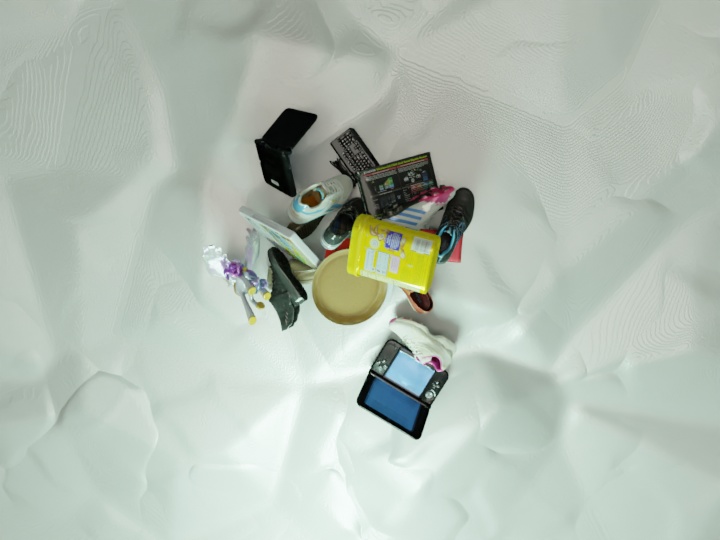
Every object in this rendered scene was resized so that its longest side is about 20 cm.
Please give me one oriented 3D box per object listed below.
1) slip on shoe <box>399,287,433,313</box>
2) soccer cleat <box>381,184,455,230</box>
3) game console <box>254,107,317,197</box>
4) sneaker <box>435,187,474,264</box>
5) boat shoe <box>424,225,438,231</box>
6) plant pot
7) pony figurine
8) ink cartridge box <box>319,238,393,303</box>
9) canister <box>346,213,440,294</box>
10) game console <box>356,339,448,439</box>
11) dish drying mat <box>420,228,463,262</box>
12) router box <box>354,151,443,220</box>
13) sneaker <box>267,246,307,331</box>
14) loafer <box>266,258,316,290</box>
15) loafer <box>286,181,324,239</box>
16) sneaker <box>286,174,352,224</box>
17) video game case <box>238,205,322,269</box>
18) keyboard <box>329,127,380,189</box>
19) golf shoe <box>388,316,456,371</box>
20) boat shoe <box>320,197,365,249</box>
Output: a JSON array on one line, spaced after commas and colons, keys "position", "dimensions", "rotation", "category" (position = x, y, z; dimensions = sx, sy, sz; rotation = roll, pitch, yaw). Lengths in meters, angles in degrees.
[{"position": [0.132, 0.032, 1.434], "dimensions": [0.074, 0.061, 0.201], "rotation": [-38, 108, -13], "category": "slip on shoe"}, {"position": [0.148, -0.143, 1.348], "dimensions": [0.198, 0.070, 0.087], "rotation": [-23, 113, -2], "category": "soccer cleat"}, {"position": [-0.178, -0.300, 1.373], "dimensions": [0.115, 0.200, 0.178], "rotation": [-22, 119, -22], "category": "game console"}, {"position": [0.230, -0.110, 1.332], "dimensions": [0.073, 0.082, 0.202], "rotation": [21, 87, 7], "category": "sneaker"}, {"position": [0.194, -0.091, 1.422], "dimensions": [0.086, 0.075, 0.203], "rotation": [37, 98, -3], "category": "boat shoe"}, {"position": [-0.029, 0.041, 1.399], "dimensions": [0.198, 0.027, 0.202], "rotation": [-3, 102, -11], "category": "plant pot"}, {"position": [-0.313, 0.013, 1.423], "dimensions": [0.200, 0.165, 0.195], "rotation": [43, 140, 37], "category": "pony figurine"}, {"position": [0.000, 0.000, 1.422], "dimensions": [0.198, 0.047, 0.162], "rotation": [3, 103, -29], "category": "ink cartridge box"}, {"position": [0.079, -0.038, 1.292], "dimensions": [0.198, 0.087, 0.150], "rotation": [16, 115, 16], "category": "canister"}, {"position": [0.118, 0.317, 1.472], "dimensions": [0.199, 0.116, 0.177], "rotation": [31, 102, -1], "category": "game console"}, {"position": [0.159, -0.067, 1.386], "dimensions": [0.198, 0.018, 0.078], "rotation": [6, 87, 6], "category": "dish drying mat"}, {"position": [0.098, -0.204, 1.393], "dimensions": [0.198, 0.062, 0.151], "rotation": [-16, 99, -7], "category": "router box"}, {"position": [-0.211, 0.047, 1.424], "dimensions": [0.104, 0.060, 0.201], "rotation": [-35, 85, 23], "category": "sneaker"}, {"position": [-0.166, 0.001, 1.469], "dimensions": [0.198, 0.076, 0.069], "rotation": [-15, 104, 8], "category": "loafer"}, {"position": [-0.128, -0.156, 1.416], "dimensions": [0.067, 0.076, 0.200], "rotation": [36, 63, 15], "category": "loafer"}, {"position": [-0.087, -0.184, 1.347], "dimensions": [0.199, 0.081, 0.077], "rotation": [-37, 86, -32], "category": "sneaker"}, {"position": [-0.193, -0.077, 1.370], "dimensions": [0.181, 0.200, 0.023], "rotation": [28, 77, 29], "category": "video game case"}, {"position": [-0.005, -0.265, 1.427], "dimensions": [0.104, 0.040, 0.201], "rotation": [-36, 94, 9], "category": "keyboard"}, {"position": [0.160, 0.197, 1.461], "dimensions": [0.198, 0.075, 0.092], "rotation": [27, 60, 1], "category": "golf shoe"}, {"position": [-0.031, -0.128, 1.380], "dimensions": [0.068, 0.201, 0.057], "rotation": [39, 140, -5], "category": "boat shoe"}]
